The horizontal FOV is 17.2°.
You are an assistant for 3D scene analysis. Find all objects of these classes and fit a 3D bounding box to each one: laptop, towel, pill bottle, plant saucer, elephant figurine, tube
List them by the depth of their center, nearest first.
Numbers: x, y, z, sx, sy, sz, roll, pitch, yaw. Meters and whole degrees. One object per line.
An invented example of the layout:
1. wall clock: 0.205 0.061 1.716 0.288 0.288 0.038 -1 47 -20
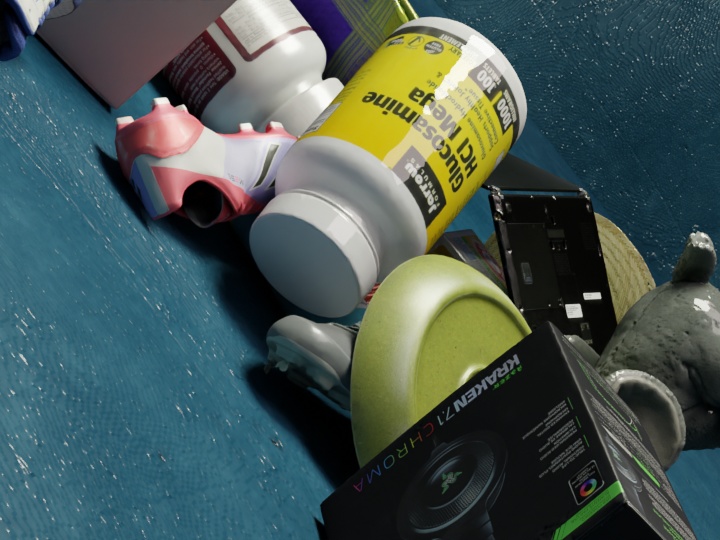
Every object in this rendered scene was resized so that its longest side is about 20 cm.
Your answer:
1. plant saucer: 0.066 0.088 1.477 0.199 0.031 0.202 14 72 -50
2. pill bottle: 0.016 -0.065 1.552 0.113 0.112 0.200 47 54 -12
3. elephant figurine: 0.169 0.102 1.578 0.156 0.199 0.142 60 -21 17
4. tube: -0.048 -0.008 1.609 0.077 0.050 0.200 38 11 -49
5. laptop: 0.095 -0.019 1.715 0.177 0.103 0.202 -3 81 -62
6. pill bottle: -0.094 -0.165 1.756 0.201 0.109 0.110 52 11 8
7. towel: -0.031 -0.152 1.797 0.023 0.200 0.144 -18 68 -45

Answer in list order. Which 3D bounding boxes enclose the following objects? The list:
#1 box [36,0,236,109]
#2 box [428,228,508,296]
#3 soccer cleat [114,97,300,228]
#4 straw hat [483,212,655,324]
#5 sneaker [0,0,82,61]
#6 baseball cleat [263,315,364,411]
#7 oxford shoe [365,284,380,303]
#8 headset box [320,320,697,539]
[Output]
1. box: -0.125 -0.223 1.588 0.097 0.200 0.125 45 12 -22
2. box: 0.092 0.077 1.722 0.200 0.101 0.112 52 12 6
3. soccer cleat: -0.088 -0.058 1.543 0.200 0.066 0.077 14 57 -60
4. straw hat: 0.132 0.055 1.817 0.202 0.201 0.085 53 32 14
5. sneaker: -0.216 -0.156 1.393 0.089 0.075 0.200 64 21 12
6. baseball cleat: 0.009 0.046 1.491 0.069 0.107 0.200 26 -8 29
7. oxford shoe: 0.000 0.000 1.654 0.071 0.072 0.202 -5 79 -34
8. headset box: 0.081 0.154 1.256 0.093 0.174 0.200 45 14 -26
